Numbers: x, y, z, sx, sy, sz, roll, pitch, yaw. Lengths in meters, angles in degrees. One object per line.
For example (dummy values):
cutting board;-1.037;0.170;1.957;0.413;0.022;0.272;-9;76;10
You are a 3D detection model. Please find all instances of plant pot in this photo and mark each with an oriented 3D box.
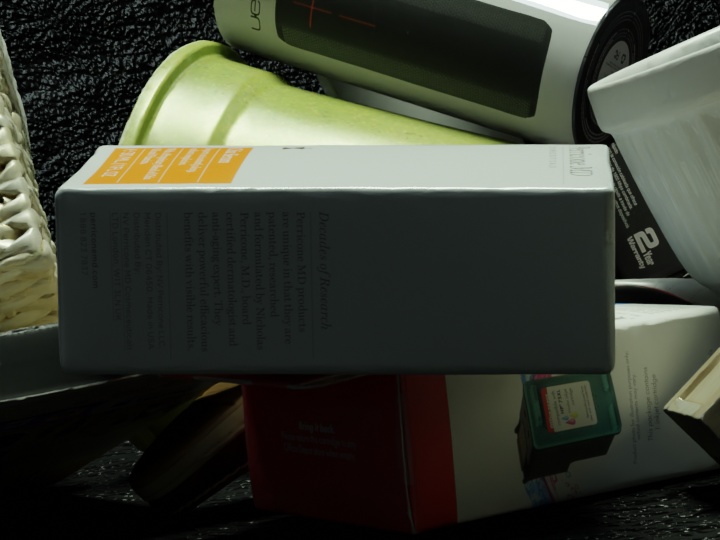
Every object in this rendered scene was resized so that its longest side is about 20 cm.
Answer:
plant pot;0.000;0.000;1.379;0.184;0.201;0.200;7;8;19

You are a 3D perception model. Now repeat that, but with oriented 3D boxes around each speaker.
speaker;0.031;-0.118;1.389;0.199;0.082;0.081;20;15;25

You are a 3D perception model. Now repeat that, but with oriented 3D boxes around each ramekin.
ramekin;0.206;-0.066;1.232;0.200;0.105;0.200;-23;4;2

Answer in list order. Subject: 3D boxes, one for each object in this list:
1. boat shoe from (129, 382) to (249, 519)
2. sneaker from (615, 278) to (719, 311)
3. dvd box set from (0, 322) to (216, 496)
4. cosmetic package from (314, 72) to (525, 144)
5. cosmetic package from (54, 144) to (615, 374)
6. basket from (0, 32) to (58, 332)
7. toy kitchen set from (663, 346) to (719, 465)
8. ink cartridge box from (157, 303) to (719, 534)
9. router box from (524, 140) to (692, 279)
boat shoe;-0.004;0.057;1.232;0.200;0.072;0.072;-33;6;-30
sneaker;0.171;0.033;1.323;0.201;0.068;0.108;-2;3;10
dvd box set;-0.146;0.062;1.220;0.146;0.030;0.200;-10;-14;-35
cosmetic package;0.052;-0.038;1.516;0.081;0.201;0.113;-25;6;-2
cosmetic package;-0.006;-0.005;1.083;0.199;0.072;0.101;0;11;3
basket;-0.235;-0.011;1.297;0.199;0.161;0.198;-17;-23;-5
toy kitchen set;0.249;0.037;1.059;0.200;0.180;0.163;-47;3;-3
ink cartridge box;0.033;0.057;1.151;0.199;0.068;0.116;-9;5;-33
router box;0.113;-0.078;1.487;0.062;0.201;0.150;-26;-5;-4
